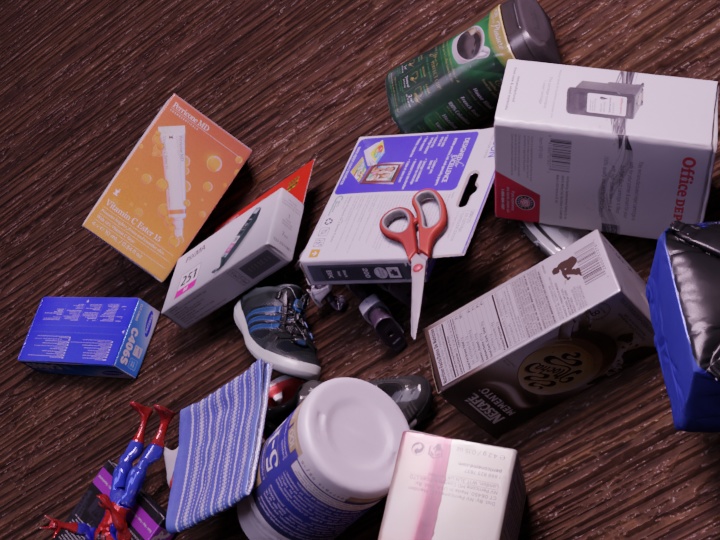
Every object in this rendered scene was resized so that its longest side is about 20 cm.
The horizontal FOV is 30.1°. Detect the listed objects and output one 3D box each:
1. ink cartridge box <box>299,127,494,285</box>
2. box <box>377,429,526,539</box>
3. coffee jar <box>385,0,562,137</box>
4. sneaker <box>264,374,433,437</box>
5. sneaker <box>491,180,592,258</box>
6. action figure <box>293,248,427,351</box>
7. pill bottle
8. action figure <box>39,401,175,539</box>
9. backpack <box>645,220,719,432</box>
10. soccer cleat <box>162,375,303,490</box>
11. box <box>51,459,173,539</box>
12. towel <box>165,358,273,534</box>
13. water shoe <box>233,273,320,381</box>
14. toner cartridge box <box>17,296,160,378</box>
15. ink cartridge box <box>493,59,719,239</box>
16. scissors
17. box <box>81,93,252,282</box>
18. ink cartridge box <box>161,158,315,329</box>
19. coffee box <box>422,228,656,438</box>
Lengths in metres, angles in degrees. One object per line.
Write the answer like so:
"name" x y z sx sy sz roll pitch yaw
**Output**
"ink cartridge box" 0.056 -0.070 1.432 0.198 0.044 0.199 -2 46 32
"box" 0.074 0.262 1.188 0.108 0.128 0.202 8 65 15
"coffee jar" 0.129 -0.222 1.510 0.199 0.085 0.105 -28 45 24
"sneaker" -0.021 0.148 1.388 0.199 0.090 0.067 -21 52 28
"sneaker" 0.212 -0.076 1.353 0.115 0.076 0.201 -43 42 11
"action figure" 0.000 0.000 1.489 0.131 0.069 0.200 -51 39 10
"pill bottle" -0.044 0.201 1.312 0.200 0.119 0.121 -49 34 47
"action figure" -0.281 0.239 1.489 0.065 0.099 0.202 1 69 39
"backpack" 0.346 0.048 1.103 0.197 0.168 0.164 -5 58 -1
"soccer cleat" -0.146 0.172 1.495 0.200 0.068 0.085 -44 48 14
"box" -0.307 0.338 1.541 0.201 0.036 0.143 -54 43 -4
"towel" -0.151 0.184 1.383 0.200 0.024 0.146 -35 42 53
"water shoe" -0.090 0.054 1.491 0.080 0.071 0.200 -64 31 10
"toner cartridge box" -0.354 0.086 1.739 0.198 0.043 0.096 0 64 40
"ink cartridge box" 0.229 -0.110 1.258 0.198 0.146 0.084 8 56 11
"scissors" 0.063 -0.012 1.320 0.072 0.014 0.201 -22 38 7
"box" -0.245 -0.103 1.693 0.201 0.124 0.097 -56 11 -5
"ink cartridge box" -0.144 -0.042 1.597 0.199 0.043 0.175 -31 34 36
"coffee box" 0.173 0.063 1.268 0.199 0.113 0.080 -32 47 20
